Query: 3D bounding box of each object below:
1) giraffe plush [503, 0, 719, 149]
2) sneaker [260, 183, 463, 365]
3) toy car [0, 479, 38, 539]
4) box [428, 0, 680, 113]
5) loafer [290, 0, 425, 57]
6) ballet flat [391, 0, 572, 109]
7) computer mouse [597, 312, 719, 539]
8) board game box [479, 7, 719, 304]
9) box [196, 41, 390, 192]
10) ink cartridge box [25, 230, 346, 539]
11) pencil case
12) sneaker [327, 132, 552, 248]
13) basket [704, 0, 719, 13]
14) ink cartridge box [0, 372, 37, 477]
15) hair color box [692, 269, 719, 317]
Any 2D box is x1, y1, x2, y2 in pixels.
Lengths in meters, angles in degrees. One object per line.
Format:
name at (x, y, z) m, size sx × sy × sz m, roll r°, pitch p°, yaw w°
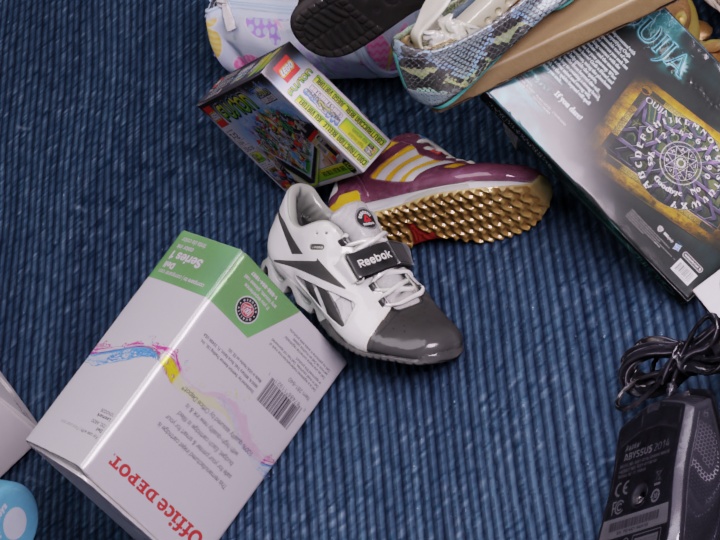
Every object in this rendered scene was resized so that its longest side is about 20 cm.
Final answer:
giraffe plush at (0.185, -0.159, 1.736) m, size 0.162 × 0.173 × 0.200 m, roll -34°, pitch 3°, yaw -6°
sneaker at (0.000, 0.000, 1.736) m, size 0.074 × 0.089 × 0.200 m, roll -17°, pitch 37°, yaw -41°
toy car at (-0.372, 0.226, 1.737) m, size 0.184 × 0.200 × 0.177 m, roll 7°, pitch 96°, yaw 36°
box at (0.132, -0.202, 1.623) m, size 0.200 × 0.021 × 0.164 m, roll -24°, pitch 37°, yaw 22°
loafer at (0.035, -0.225, 1.653) m, size 0.200 × 0.073 × 0.071 m, roll -24°, pitch 39°, yaw 22°
ballet flat at (0.100, -0.192, 1.562) m, size 0.200 × 0.074 × 0.074 m, roll -44°, pitch 38°, yaw -5°
computer mouse at (0.201, 0.131, 1.476) m, size 0.138 × 0.053 × 0.200 m, roll -21°, pitch 49°, yaw 58°
board game box at (0.199, -0.095, 1.616) m, size 0.135 × 0.200 × 0.028 m, roll -44°, pitch 0°, yaw -7°
box at (-0.055, -0.115, 1.840) m, size 0.035 × 0.110 × 0.200 m, roll -49°, pitch 11°, yaw -14°
ink cartridge box at (-0.126, 0.096, 1.733) m, size 0.084 × 0.145 × 0.200 m, roll 19°, pitch 67°, yaw 48°
pencil case at (-0.040, -0.207, 1.996) m, size 0.200 × 0.091 × 0.083 m, roll 7°, pitch 58°, yaw 43°
sneaker at (0.058, -0.070, 1.793) m, size 0.200 × 0.075 × 0.090 m, roll -9°, pitch 54°, yaw 33°
basket at (0.302, -0.253, 1.692) m, size 0.136 × 0.123 × 0.200 m, roll -17°, pitch 34°, yaw -15°
ink cartridge box at (-0.379, 0.150, 1.946) m, size 0.200 × 0.083 × 0.147 m, roll -44°, pitch 38°, yaw -3°
hair color box at (0.326, 0.000, 1.509) m, size 0.200 × 0.064 × 0.111 m, roll -36°, pitch 40°, yaw 5°
